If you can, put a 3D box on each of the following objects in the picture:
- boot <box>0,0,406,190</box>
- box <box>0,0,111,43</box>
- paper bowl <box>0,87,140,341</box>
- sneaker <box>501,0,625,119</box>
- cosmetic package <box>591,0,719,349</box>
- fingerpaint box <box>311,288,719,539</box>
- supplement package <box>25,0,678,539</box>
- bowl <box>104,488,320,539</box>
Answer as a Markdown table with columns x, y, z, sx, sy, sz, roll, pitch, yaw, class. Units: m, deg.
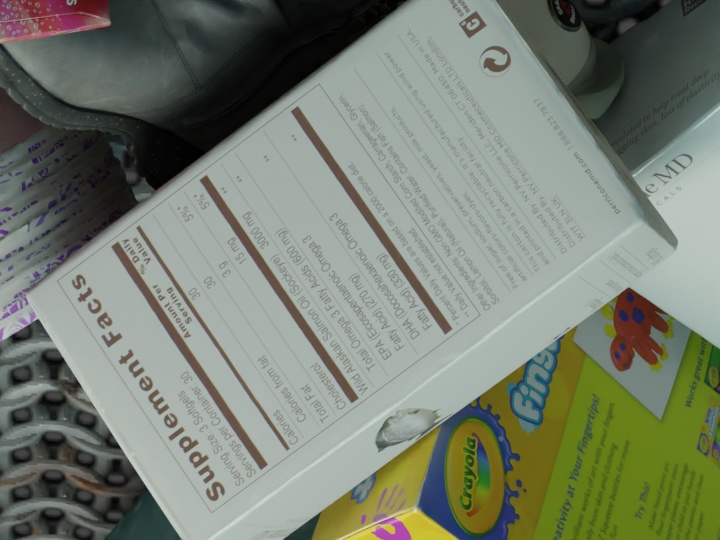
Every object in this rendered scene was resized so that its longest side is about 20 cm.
| x | y | z | sx | sy | sz | roll | pitch | yaw | class |
| --- | --- | --- | --- | --- | --- | --- | --- | --- | --- |
| -0.062 | -0.105 | 1.005 | 0.131 | 0.070 | 0.200 | -39 | 147 | 13 | boot |
| -0.177 | -0.117 | 0.888 | 0.095 | 0.100 | 0.200 | -12 | -172 | -40 | box |
| -0.193 | -0.014 | 1.091 | 0.200 | 0.201 | 0.105 | -24 | 99 | 25 | paper bowl |
| 0.002 | -0.060 | 1.122 | 0.200 | 0.074 | 0.088 | -35 | 122 | 20 | sneaker |
| 0.179 | -0.025 | 1.145 | 0.200 | 0.081 | 0.113 | 29 | 127 | -30 | cosmetic package |
| 0.084 | 0.073 | 1.142 | 0.167 | 0.201 | 0.073 | 38 | 139 | -23 | fingerpaint box |
| 0.000 | 0.000 | 1.007 | 0.200 | 0.118 | 0.117 | -36 | 170 | 8 | supplement package |
| -0.051 | 0.165 | 1.337 | 0.200 | 0.105 | 0.201 | 3 | 132 | 3 | bowl |
